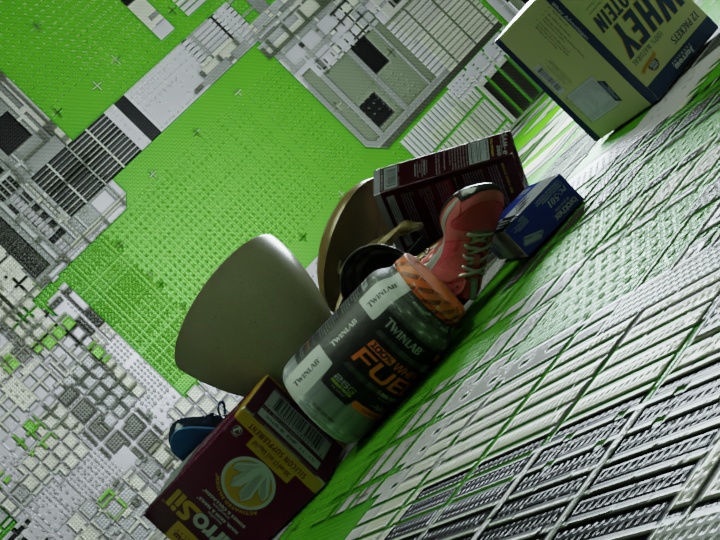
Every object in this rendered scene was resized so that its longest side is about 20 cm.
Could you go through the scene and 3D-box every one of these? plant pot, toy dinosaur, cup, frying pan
[{"bbox_3d":[-0.008,-0.036,1.883,0.200,0.027,0.202,-44,-36,-44],"label":"plant pot"},{"bbox_3d":[0.000,0.000,1.778,0.200,0.058,0.101,-50,2,-22],"label":"toy dinosaur"},{"bbox_3d":[-0.109,0.080,1.638,0.201,0.143,0.201,-49,-17,-21],"label":"cup"},{"bbox_3d":[0.042,0.056,1.593,0.114,0.192,0.031,-13,15,30],"label":"frying pan"}]

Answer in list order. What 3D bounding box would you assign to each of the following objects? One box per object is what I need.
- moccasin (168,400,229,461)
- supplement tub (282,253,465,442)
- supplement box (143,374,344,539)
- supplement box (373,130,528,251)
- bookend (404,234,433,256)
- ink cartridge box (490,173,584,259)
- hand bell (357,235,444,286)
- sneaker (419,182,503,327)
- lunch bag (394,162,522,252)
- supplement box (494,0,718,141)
[{"bbox_3d":[-0.147,0.211,1.674,0.081,0.198,0.069,-61,29,29],"label":"moccasin"},{"bbox_3d":[0.017,0.085,1.513,0.200,0.122,0.123,-47,2,10],"label":"supplement tub"},{"bbox_3d":[-0.135,0.242,1.560,0.200,0.131,0.103,-47,3,23],"label":"supplement box"},{"bbox_3d":[0.126,-0.106,1.831,0.197,0.110,0.061,-15,38,13],"label":"supplement box"},{"bbox_3d":[0.035,0.074,1.821,0.200,0.092,0.199,-49,1,-17],"label":"bookend"},{"bbox_3d":[0.200,-0.061,1.606,0.094,0.044,0.200,-45,1,-2],"label":"ink cartridge box"},{"bbox_3d":[0.093,-0.022,1.663,0.199,0.105,0.104,-37,3,5],"label":"hand bell"},{"bbox_3d":[0.125,-0.013,1.556,0.073,0.087,0.201,-3,-42,-28],"label":"sneaker"},{"bbox_3d":[0.150,-0.084,1.986,0.200,0.127,0.170,-42,10,29],"label":"lunch bag"},{"bbox_3d":[0.312,-0.304,1.735,0.134,0.200,0.200,-48,3,-16],"label":"supplement box"}]
